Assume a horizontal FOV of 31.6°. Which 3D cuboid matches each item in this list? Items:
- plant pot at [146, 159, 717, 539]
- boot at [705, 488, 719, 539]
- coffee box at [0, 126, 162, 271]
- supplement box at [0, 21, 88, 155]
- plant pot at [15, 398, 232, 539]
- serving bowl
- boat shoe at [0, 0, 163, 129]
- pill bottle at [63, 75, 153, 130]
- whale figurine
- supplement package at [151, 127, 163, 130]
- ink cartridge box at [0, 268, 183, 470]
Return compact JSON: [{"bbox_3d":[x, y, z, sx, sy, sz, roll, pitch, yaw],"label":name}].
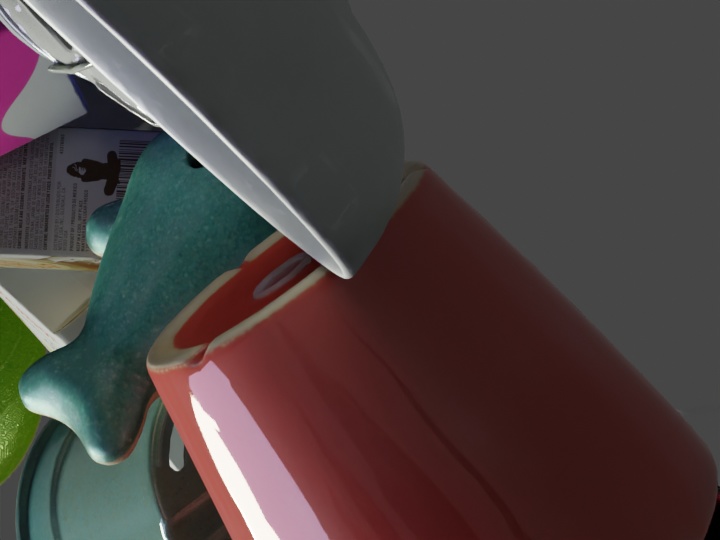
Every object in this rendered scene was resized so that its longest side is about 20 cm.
[{"bbox_3d":[0.018,0.065,0.537,0.177,0.200,0.200,54,173,-13],"label":"plant pot"},{"bbox_3d":[0.219,0.191,0.599,0.204,0.073,0.154,48,-179,31],"label":"boot"},{"bbox_3d":[-0.208,-0.043,0.772,0.200,0.080,0.114,3,175,0],"label":"coffee box"},{"bbox_3d":[-0.244,-0.162,0.699,0.200,0.101,0.103,58,170,21],"label":"supplement box"},{"bbox_3d":[-0.084,0.132,0.756,0.200,0.200,0.196,43,149,-9],"label":"plant pot"},{"bbox_3d":[-0.056,-0.087,0.406,0.200,0.066,0.200,42,175,4],"label":"serving bowl"},{"bbox_3d":[-0.088,-0.097,0.554,0.202,0.075,0.086,40,176,-8],"label":"boat shoe"},{"bbox_3d":[-0.192,-0.135,0.886,0.109,0.109,0.200,43,175,-18],"label":"pill bottle"},{"bbox_3d":[-0.090,-0.001,0.643,0.159,0.200,0.104,31,157,30],"label":"whale figurine"},{"bbox_3d":[-0.096,-0.033,0.958,0.121,0.120,0.200,41,175,13],"label":"supplement package"},{"bbox_3d":[-0.189,0.040,0.944,0.145,0.083,0.200,33,161,37],"label":"ink cartridge box"}]
